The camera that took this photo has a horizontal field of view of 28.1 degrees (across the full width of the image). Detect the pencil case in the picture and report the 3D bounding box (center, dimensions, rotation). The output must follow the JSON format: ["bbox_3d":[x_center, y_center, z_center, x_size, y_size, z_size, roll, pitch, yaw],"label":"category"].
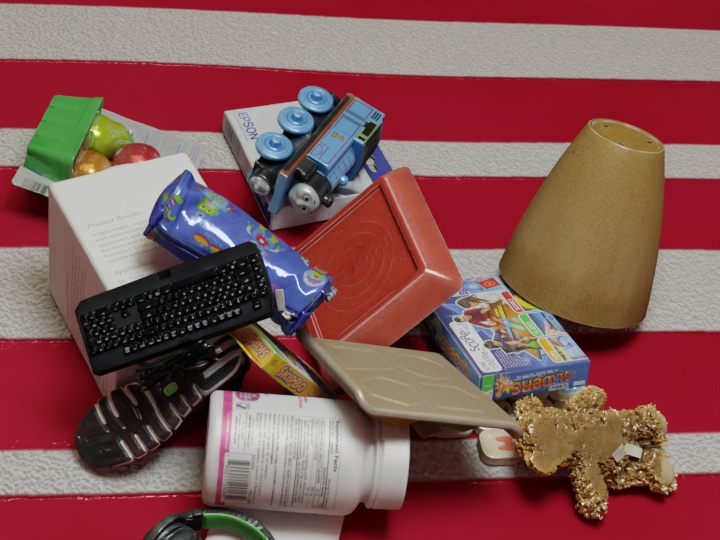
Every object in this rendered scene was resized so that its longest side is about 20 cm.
[{"bbox_3d":[-0.120,-0.014,1.427,0.199,0.078,0.087,36,24,-4],"label":"pencil case"}]

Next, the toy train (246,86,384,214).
[{"bbox_3d":[-0.056,-0.144,1.752,0.113,0.087,0.200,29,47,9],"label":"toy train"}]

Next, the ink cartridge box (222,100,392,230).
[{"bbox_3d":[-0.054,-0.144,1.840,0.198,0.041,0.201,-10,48,-22],"label":"ink cartridge box"}]

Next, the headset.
[{"bbox_3d":[-0.168,0.279,1.338,0.198,0.095,0.124,-14,48,-24],"label":"headset"}]

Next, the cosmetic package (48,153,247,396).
[{"bbox_3d":[-0.228,0.010,1.553,0.163,0.166,0.201,-15,49,-26],"label":"cosmetic package"}]

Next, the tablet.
[{"bbox_3d":[-0.077,0.227,1.470,0.128,0.014,0.201,13,43,2],"label":"tablet"}]

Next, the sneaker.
[{"bbox_3d":[-0.192,0.145,1.494,0.199,0.116,0.076,-33,70,4],"label":"sneaker"}]

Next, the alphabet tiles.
[{"bbox_3d":[0.162,0.134,1.616,0.193,0.015,0.201,0,44,-12],"label":"alphabet tiles"}]

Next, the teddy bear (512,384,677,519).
[{"bbox_3d":[0.249,0.190,1.536,0.198,0.067,0.147,-11,76,-26],"label":"teddy bear"}]

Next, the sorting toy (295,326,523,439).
[{"bbox_3d":[0.045,0.120,1.465,0.198,0.037,0.185,14,13,-28],"label":"sorting toy"}]

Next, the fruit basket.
[{"bbox_3d":[-0.304,-0.124,1.751,0.198,0.094,0.186,23,42,-10],"label":"fruit basket"}]

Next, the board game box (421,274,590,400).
[{"bbox_3d":[0.155,0.071,1.626,0.134,0.035,0.200,-6,31,-17],"label":"board game box"}]

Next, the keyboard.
[{"bbox_3d":[-0.176,0.050,1.380,0.198,0.105,0.040,-20,1,12],"label":"keyboard"}]

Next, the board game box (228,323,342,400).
[{"bbox_3d":[-0.078,0.098,1.482,0.030,0.200,0.095,-48,51,2],"label":"board game box"}]

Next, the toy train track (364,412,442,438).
[{"bbox_3d":[0.090,0.144,1.569,0.198,0.033,0.115,-12,39,-22],"label":"toy train track"}]

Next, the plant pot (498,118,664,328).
[{"bbox_3d":[0.279,-0.065,1.677,0.184,0.202,0.187,14,25,-7],"label":"plant pot"}]

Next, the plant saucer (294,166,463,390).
[{"bbox_3d":[0.000,0.000,1.608,0.037,0.199,0.201,34,24,-44],"label":"plant saucer"}]

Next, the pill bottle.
[{"bbox_3d":[-0.055,0.183,1.428,0.197,0.114,0.114,5,43,-7],"label":"pill bottle"}]
